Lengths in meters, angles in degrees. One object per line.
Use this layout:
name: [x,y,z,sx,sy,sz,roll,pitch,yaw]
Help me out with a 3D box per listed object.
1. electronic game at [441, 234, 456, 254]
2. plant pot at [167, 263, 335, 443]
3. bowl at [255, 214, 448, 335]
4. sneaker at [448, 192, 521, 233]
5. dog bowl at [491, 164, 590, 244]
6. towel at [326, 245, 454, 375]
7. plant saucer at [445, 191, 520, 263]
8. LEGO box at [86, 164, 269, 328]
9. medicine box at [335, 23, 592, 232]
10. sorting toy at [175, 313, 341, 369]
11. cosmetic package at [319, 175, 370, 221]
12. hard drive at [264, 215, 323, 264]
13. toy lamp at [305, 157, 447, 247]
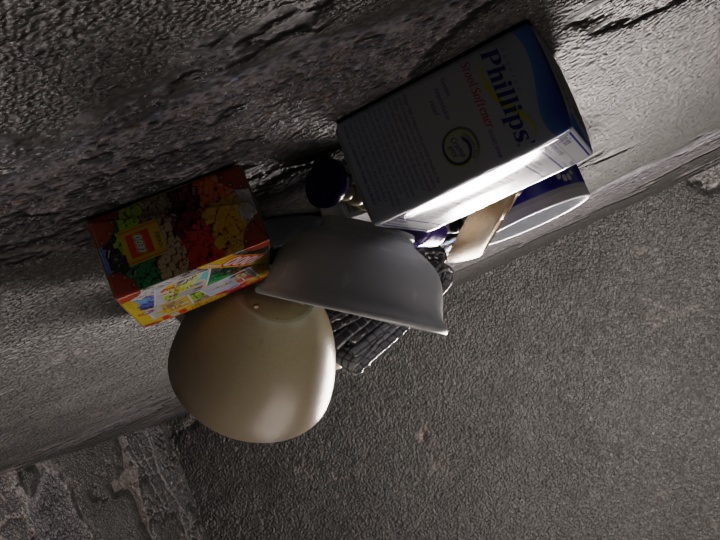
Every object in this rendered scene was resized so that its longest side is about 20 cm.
electronic game: [0.170,-0.051,1.861,0.197,0.042,0.200,-23,173,-3]
plant pot: [-0.111,0.074,1.100,0.198,0.201,0.136,-17,144,-37]
bowl: [0.000,0.000,0.965,0.197,0.092,0.201,13,177,1]
sneaker: [0.136,-0.095,1.324,0.198,0.082,0.083,-19,178,-29]
dog bowl: [0.262,-0.114,1.550,0.197,0.080,0.200,-22,172,-3]
towel: [0.000,0.018,1.256,0.199,0.086,0.165,-40,-140,-16]
plant saucer: [0.169,-0.089,1.183,0.202,0.035,0.200,-59,172,-13]
LEGO box: [-0.169,-0.017,0.943,0.147,0.078,0.200,-22,172,-9]
medicine box: [0.105,-0.123,0.916,0.198,0.104,0.182,-25,172,17]
sorting toy: [-0.151,0.112,1.414,0.198,0.198,0.070,-13,136,-48]
cosmetic package: [0.054,-0.099,1.133,0.197,0.051,0.083,-21,167,-19]
hard drive: [-0.116,-0.024,1.189,0.134,0.043,0.199,-27,172,31]
toy lamp: [0.026,-0.065,1.032,0.058,0.059,0.199,-27,153,31]
